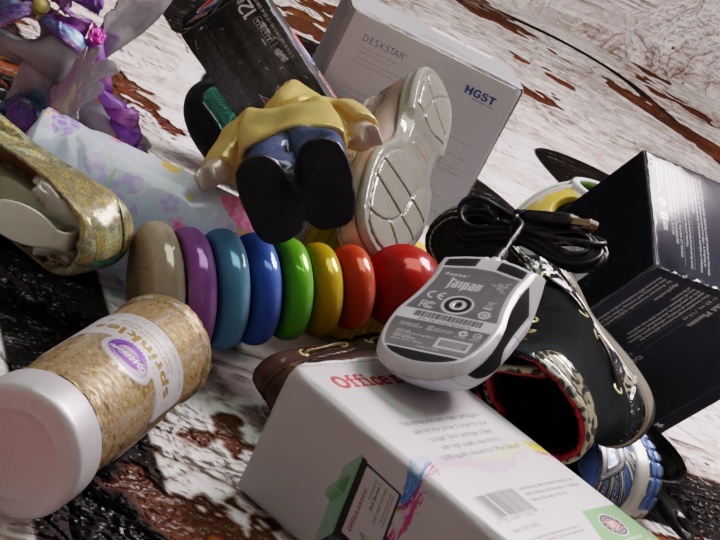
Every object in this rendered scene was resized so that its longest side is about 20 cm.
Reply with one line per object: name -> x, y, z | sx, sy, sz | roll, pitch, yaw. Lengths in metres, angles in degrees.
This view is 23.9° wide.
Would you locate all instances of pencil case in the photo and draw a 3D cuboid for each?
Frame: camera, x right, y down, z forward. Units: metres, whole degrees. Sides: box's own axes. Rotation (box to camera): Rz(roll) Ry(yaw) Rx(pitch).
pencil case -> -0.143, -0.028, 1.122 | 0.199, 0.091, 0.083 | 26, -4, -10

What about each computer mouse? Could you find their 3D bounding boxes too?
computer mouse -> 0.071, 0.021, 1.025 | 0.109, 0.044, 0.200 | 12, 36, 26

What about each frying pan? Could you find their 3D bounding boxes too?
frying pan -> 0.211, 0.149, 1.254 | 0.114, 0.031, 0.190 | 13, 27, -41

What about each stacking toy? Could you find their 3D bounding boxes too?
stacking toy -> -0.043, 0.012, 1.065 | 0.198, 0.086, 0.085 | 0, 28, -22

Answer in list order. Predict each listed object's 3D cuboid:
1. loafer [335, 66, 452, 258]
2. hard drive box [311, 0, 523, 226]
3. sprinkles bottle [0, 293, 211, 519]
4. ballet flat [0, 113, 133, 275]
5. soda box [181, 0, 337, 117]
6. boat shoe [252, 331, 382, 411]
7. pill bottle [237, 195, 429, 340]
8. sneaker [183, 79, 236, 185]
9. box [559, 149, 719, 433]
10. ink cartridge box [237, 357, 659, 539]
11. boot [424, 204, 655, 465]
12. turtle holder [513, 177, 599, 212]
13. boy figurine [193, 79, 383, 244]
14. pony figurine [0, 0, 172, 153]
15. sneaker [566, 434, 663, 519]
loafer -> 0.014, -0.068, 1.188 | 0.072, 0.062, 0.201 | 60, 32, -28
hard drive box -> 0.015, -0.100, 1.371 | 0.155, 0.201, 0.077 | 25, 18, -12
sprinkles bottle -> -0.139, 0.065, 0.888 | 0.068, 0.069, 0.200 | 30, 17, 6
ballet flat -> -0.230, -0.060, 1.031 | 0.199, 0.071, 0.071 | 32, 18, 8
soda box -> -0.054, -0.121, 1.284 | 0.201, 0.070, 0.063 | 56, 7, -19
boat shoe -> 0.008, 0.068, 1.100 | 0.070, 0.071, 0.199 | 41, 21, 23
pill bottle -> 0.000, 0.000, 1.226 | 0.199, 0.105, 0.104 | 29, 17, 1
sneaker -> -0.072, -0.097, 1.471 | 0.199, 0.075, 0.088 | 35, 5, -15
box -> 0.225, 0.023, 1.316 | 0.181, 0.200, 0.105 | 20, 53, -28
ink cartridge box -> 0.052, 0.138, 0.949 | 0.200, 0.084, 0.144 | 37, 19, 28
boot -> 0.099, 0.038, 1.093 | 0.204, 0.073, 0.154 | 49, 19, 13
turtle holder -> 0.173, -0.014, 1.485 | 0.184, 0.132, 0.141 | 18, 20, -30
boy figurine -> -0.047, -0.077, 1.105 | 0.123, 0.065, 0.200 | -16, 16, 1
pony figurine -> -0.217, -0.156, 1.233 | 0.199, 0.193, 0.167 | 33, 56, -1
sneaker -> 0.128, 0.097, 1.206 | 0.085, 0.078, 0.200 | 8, 26, -39
